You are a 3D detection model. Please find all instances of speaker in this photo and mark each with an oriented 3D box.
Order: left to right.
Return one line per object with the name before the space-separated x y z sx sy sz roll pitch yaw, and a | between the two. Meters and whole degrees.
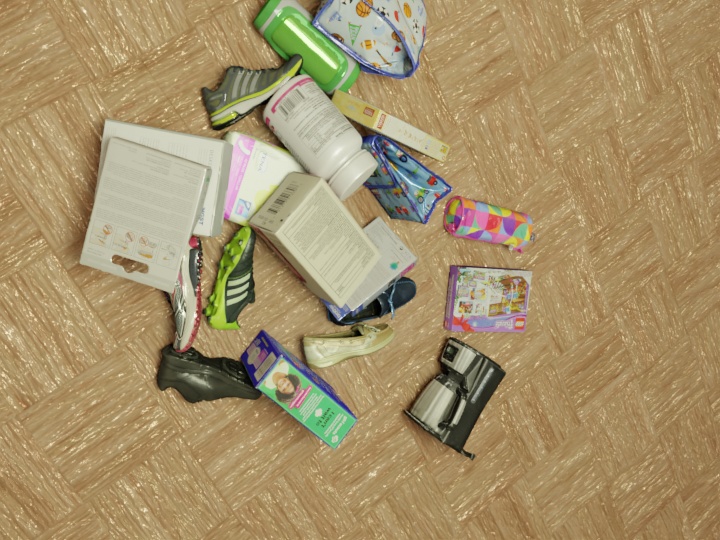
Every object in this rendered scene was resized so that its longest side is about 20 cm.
speaker | -0.094 -0.404 1.122 0.199 0.088 0.089 38 83 -23

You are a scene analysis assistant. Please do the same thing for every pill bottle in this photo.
pill bottle | -0.068 -0.228 1.091 0.113 0.113 0.201 -41 88 -12

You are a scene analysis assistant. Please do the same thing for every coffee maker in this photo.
coffee maker | 0.215 0.271 1.346 0.202 0.134 0.192 -56 136 -5

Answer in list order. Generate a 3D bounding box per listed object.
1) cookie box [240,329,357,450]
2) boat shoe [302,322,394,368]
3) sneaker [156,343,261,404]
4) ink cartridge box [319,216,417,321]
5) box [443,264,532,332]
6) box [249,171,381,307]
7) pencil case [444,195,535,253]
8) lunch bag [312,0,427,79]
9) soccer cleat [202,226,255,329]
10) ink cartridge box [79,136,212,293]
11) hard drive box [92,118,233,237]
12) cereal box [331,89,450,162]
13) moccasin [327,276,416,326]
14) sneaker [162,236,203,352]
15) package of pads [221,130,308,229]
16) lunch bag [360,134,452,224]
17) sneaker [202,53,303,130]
cookie box | -0.117 0.218 1.161 0.200 0.171 0.076 43 84 -22
boat shoe | -0.021 0.135 1.240 0.197 0.073 0.065 -15 101 -23
sneaker | -0.278 0.204 1.149 0.196 0.076 0.092 22 102 -11
ink cartridge box | 0.000 0.000 1.216 0.199 0.042 0.120 -37 72 -15
box | 0.281 0.063 1.376 0.195 0.039 0.141 3 96 -23
box | -0.077 -0.055 1.101 0.129 0.108 0.201 -50 126 -15
pencil case | 0.274 -0.097 1.326 0.196 0.088 0.091 12 93 -22
lunch bag | 0.030 -0.453 1.117 0.198 0.123 0.173 30 51 -21
soccer cleat | -0.222 0.016 1.137 0.080 0.068 0.203 12 110 -36
ink cartridge box | -0.335 -0.087 0.979 0.157 0.050 0.204 17 99 -2
hard drive box | -0.322 -0.150 1.032 0.195 0.077 0.160 11 95 -1
cereal box | 0.055 -0.262 1.142 0.198 0.143 0.040 15 106 -44
moccasin | 0.033 0.073 1.256 0.197 0.068 0.082 -24 107 -17
sneaker | -0.318 0.041 1.105 0.073 0.081 0.206 1 90 -8
package of pads | -0.175 -0.151 1.136 0.197 0.068 0.158 20 91 -25
lunch bag | 0.053 -0.192 1.180 0.200 0.150 0.095 43 81 -22
sneaker | -0.189 -0.326 1.084 0.197 0.074 0.082 -30 101 2
